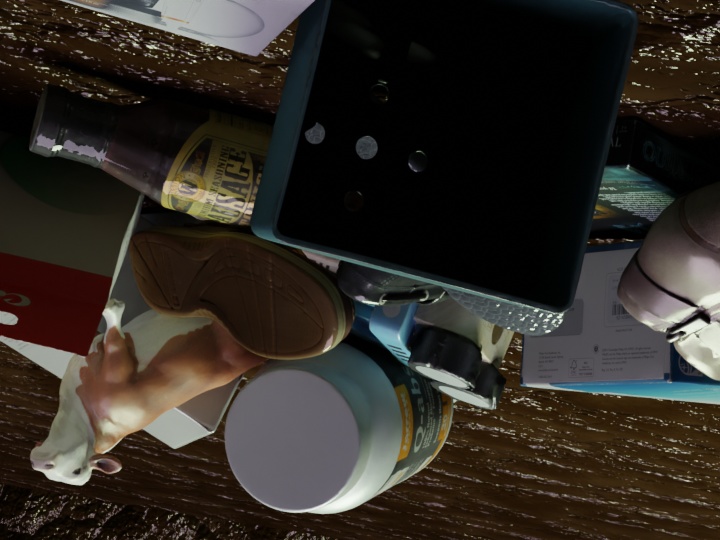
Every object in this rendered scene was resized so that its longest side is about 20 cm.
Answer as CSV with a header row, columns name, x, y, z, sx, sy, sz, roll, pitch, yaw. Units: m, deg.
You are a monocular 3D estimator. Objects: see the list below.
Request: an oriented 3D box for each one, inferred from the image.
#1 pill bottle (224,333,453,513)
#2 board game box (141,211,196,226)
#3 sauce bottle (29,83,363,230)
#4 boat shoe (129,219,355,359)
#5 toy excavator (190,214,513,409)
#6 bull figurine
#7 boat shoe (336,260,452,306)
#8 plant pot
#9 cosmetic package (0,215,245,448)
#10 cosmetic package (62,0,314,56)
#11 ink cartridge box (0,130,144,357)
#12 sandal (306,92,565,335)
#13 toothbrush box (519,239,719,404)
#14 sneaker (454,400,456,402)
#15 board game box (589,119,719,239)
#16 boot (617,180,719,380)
name,x,y,z,sx,sy,sz,roll,pitch,yaw
pill bottle,-0.015,0.100,1.826,0.115,0.117,0.200,9,-173,16
board game box,-0.068,0.006,1.946,0.199,0.044,0.198,22,165,-40
sauce bottle,-0.093,-0.063,1.585,0.198,0.067,0.066,13,169,-11
boat shoe,-0.059,0.003,1.632,0.072,0.073,0.199,-20,-162,-34
toy excavator,0.000,0.000,1.754,0.199,0.101,0.194,18,170,19
bull figurine,-0.140,0.054,1.747,0.065,0.199,0.122,31,141,45
boat shoe,0.036,-0.009,1.619,0.068,0.057,0.200,38,-169,18
plant pot,0.023,-0.063,1.287,0.140,0.143,0.200,14,175,-11
cosmetic package,-0.171,0.022,1.830,0.199,0.108,0.085,35,156,-14
cosmetic package,-0.115,-0.158,1.185,0.199,0.052,0.151,15,166,-13
ink cartridge box,-0.225,-0.027,1.682,0.160,0.050,0.200,13,-156,-1
sandal,0.047,-0.042,1.486,0.200,0.043,0.076,44,144,-16
toothbrush box,0.215,0.035,1.605,0.199,0.086,0.146,8,173,-32
sneaker,0.020,0.058,2.047,0.079,0.078,0.199,32,159,-36
board game box,0.113,-0.048,1.528,0.199,0.028,0.135,1,164,43
boot,0.243,0.014,1.453,0.199,0.071,0.146,35,129,-19
